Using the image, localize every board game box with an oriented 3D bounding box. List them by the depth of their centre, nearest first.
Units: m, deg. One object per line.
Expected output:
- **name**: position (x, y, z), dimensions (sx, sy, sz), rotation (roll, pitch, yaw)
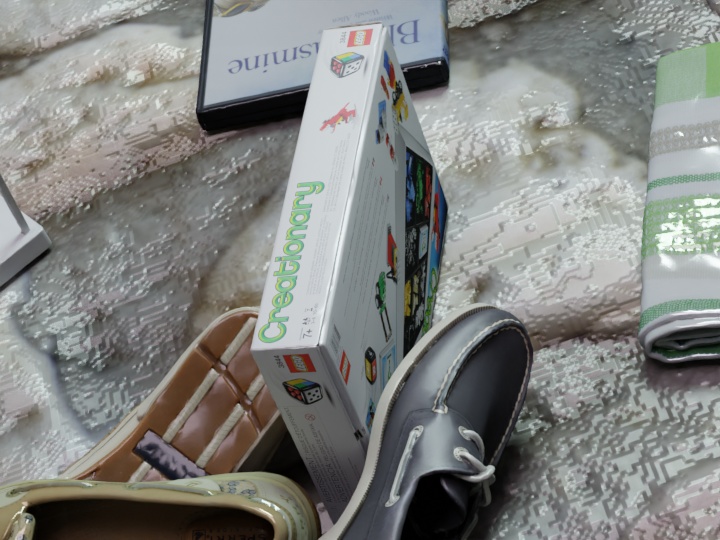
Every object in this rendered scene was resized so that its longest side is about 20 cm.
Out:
- **board game box**: position (0.000, 0.000, 0.960), dimensions (0.034, 0.126, 0.200), rotation (-5, 46, 17)

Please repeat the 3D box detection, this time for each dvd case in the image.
- **dvd case**: position (-0.021, -0.165, 1.205), dimensions (0.142, 0.018, 0.200), rotation (-11, 45, 11)

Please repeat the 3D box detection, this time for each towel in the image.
- **towel**: position (0.206, -0.045, 0.991), dimensions (0.149, 0.031, 0.200), rotation (-5, 46, 16)

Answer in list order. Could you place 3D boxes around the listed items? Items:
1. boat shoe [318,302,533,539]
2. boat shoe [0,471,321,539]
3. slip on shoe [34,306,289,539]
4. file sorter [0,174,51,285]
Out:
- **boat shoe**: position (0.034, 0.098, 0.882), dimensions (0.063, 0.073, 0.200), rotation (0, 49, 44)
- **boat shoe**: position (-0.119, 0.119, 0.888), dimensions (0.199, 0.063, 0.074), rotation (-13, 81, 9)
- **slip on shoe**: position (-0.096, 0.102, 0.954), dimensions (0.076, 0.061, 0.200), rotation (38, 85, 13)
- **file sorter**: position (-0.294, -0.053, 1.131), dimensions (0.139, 0.125, 0.200), rotation (-40, 46, -19)
